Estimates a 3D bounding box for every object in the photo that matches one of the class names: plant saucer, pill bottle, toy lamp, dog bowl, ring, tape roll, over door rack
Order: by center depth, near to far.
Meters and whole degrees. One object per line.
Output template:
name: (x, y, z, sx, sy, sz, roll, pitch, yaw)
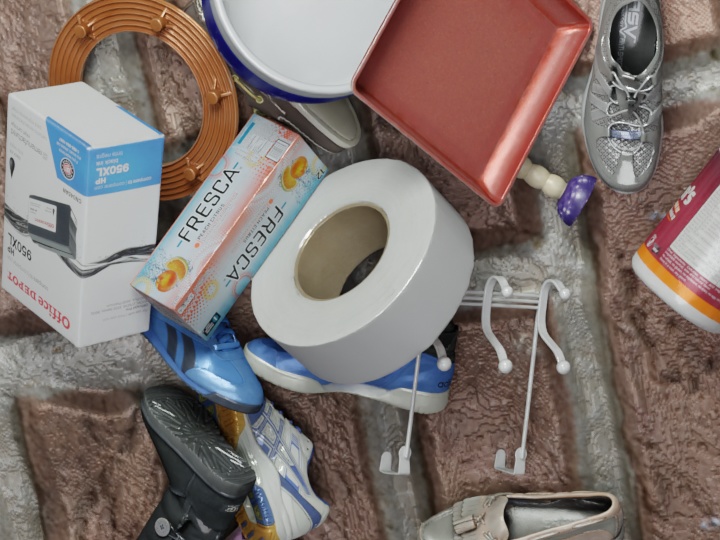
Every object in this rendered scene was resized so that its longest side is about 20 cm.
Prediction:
plant saucer: (0.093, -0.189, 1.631, 0.199, 0.037, 0.200, 36, 75, -33)
dog bowl: (-0.039, -0.249, 1.643, 0.199, 0.079, 0.201, 1, 87, -14)
pill bottle: (0.343, -0.050, 1.665, 0.109, 0.110, 0.200, 36, 105, -2)
tape roll: (0.000, 0.000, 1.674, 0.202, 0.203, 0.071, -35, 132, 14)
toy lamp: (0.119, -0.112, 1.706, 0.200, 0.058, 0.058, 28, 105, -1)
over door rack: (0.114, 0.104, 1.720, 0.147, 0.067, 0.201, 4, 107, -31)
ring: (-0.205, -0.157, 1.723, 0.200, 0.019, 0.201, 10, 117, 21)

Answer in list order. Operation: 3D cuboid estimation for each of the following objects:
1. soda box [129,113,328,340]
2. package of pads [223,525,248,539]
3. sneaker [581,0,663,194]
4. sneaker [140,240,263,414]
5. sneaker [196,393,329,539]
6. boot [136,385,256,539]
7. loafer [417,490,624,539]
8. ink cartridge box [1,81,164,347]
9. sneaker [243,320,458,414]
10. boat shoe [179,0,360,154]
soda box: (-0.118, -0.041, 1.696, 0.063, 0.068, 0.200, 28, 77, 36)
package of pads: (-0.133, 0.352, 1.839, 0.120, 0.076, 0.200, 42, 104, -3)
sneaker: (0.234, -0.165, 1.665, 0.074, 0.082, 0.201, -1, 103, 7)
sneaker: (-0.152, 0.051, 1.740, 0.200, 0.066, 0.079, 44, 110, 27)
sneaker: (-0.094, 0.165, 1.801, 0.088, 0.075, 0.201, -14, 85, -33)
boot: (-0.191, 0.235, 1.787, 0.165, 0.066, 0.200, 46, 122, 40)
loafer: (0.151, 0.237, 1.771, 0.199, 0.072, 0.063, -6, 146, 3)
ink cartridge box: (-0.257, -0.051, 1.701, 0.144, 0.084, 0.201, 32, 125, 42)
sneaker: (-0.006, 0.061, 1.752, 0.199, 0.077, 0.112, 12, 109, 2)
boat shoe: (-0.084, -0.178, 1.712, 0.200, 0.072, 0.059, 44, 125, -11)
